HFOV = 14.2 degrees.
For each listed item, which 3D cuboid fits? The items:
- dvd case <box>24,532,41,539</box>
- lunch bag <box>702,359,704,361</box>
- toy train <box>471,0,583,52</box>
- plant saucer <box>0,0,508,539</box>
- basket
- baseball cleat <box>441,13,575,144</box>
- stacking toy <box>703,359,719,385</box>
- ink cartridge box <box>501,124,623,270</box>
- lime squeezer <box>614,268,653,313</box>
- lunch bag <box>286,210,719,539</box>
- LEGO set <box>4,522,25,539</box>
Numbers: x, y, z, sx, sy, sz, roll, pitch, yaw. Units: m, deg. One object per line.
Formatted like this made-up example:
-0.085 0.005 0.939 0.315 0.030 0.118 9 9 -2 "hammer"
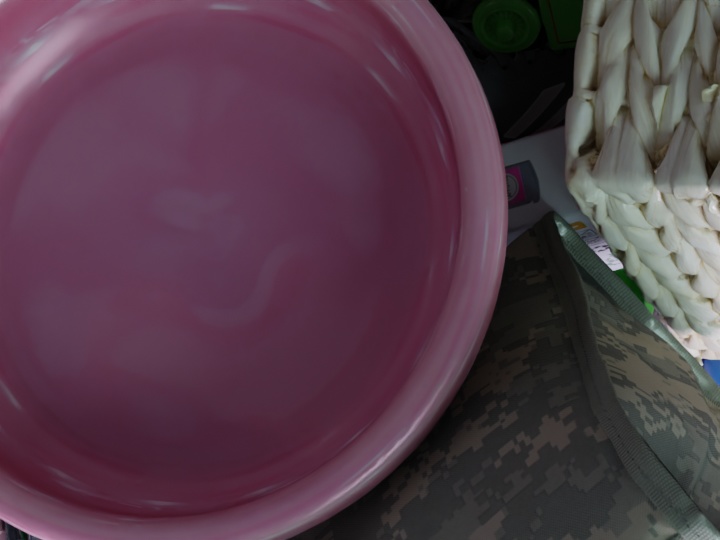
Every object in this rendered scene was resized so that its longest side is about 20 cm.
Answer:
-0.014 0.089 0.982 0.200 0.016 0.149 -8 101 -14 "dvd case"
0.252 0.084 1.284 0.200 0.127 0.170 -24 142 -4 "lunch bag"
0.045 -0.149 0.884 0.056 0.042 0.200 -5 131 15 "toy train"
-0.052 -0.010 0.871 0.201 0.201 0.051 -40 162 2 "plant saucer"
0.149 -0.051 0.918 0.200 0.123 0.136 47 49 -64 "basket"
0.063 -0.084 1.003 0.200 0.070 0.106 1 123 -54 "baseball cleat"
0.243 0.012 1.179 0.200 0.116 0.110 -45 -174 -41 "stacking toy"
0.000 0.000 0.996 0.200 0.037 0.095 -18 165 16 "ink cartridge box"
0.085 0.005 1.058 0.200 0.071 0.038 -37 112 -51 "lime squeezer"
0.041 0.097 0.865 0.164 0.200 0.118 -40 107 12 "lunch bag"
-0.044 0.146 1.078 0.200 0.154 0.116 -20 140 -19 "LEGO set"
